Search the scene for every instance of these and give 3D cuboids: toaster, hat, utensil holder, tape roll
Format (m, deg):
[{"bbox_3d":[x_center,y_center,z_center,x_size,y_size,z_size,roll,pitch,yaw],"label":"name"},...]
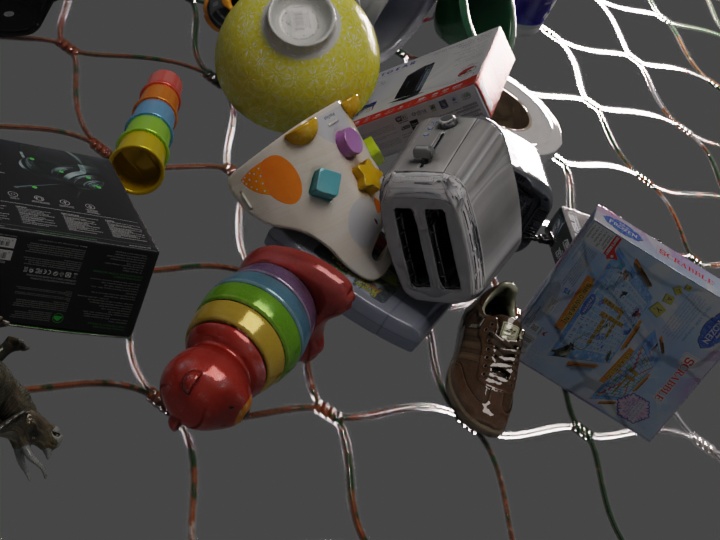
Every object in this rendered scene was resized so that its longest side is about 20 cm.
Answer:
[{"bbox_3d":[0.095,-0.055,1.519,0.113,0.201,0.129,5,35,29],"label":"toaster"},{"bbox_3d":[0.149,-0.109,1.753,0.199,0.114,0.129,20,33,-14],"label":"toaster"},{"bbox_3d":[0.106,-0.348,1.999,0.200,0.176,0.166,39,54,-52],"label":"hat"},{"bbox_3d":[-0.016,-0.400,1.950,0.200,0.170,0.170,38,34,15],"label":"utensil holder"},{"bbox_3d":[0.163,-0.193,1.910,0.202,0.071,0.203,21,35,-15],"label":"tape roll"}]

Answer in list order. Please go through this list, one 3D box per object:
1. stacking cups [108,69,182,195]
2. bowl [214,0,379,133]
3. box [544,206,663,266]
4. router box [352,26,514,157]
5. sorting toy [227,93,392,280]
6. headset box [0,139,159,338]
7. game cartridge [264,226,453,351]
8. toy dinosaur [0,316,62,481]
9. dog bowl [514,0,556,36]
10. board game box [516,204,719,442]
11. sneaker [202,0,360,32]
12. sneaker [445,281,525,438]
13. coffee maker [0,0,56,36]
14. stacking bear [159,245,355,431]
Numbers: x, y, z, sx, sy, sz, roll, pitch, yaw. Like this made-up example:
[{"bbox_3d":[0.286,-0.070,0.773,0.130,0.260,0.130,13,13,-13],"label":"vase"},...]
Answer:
[{"bbox_3d":[-0.230,-0.156,1.565,0.060,0.061,0.200,22,30,-14],"label":"stacking cups"},{"bbox_3d":[-0.071,-0.272,1.701,0.199,0.108,0.201,2,69,-5],"label":"bowl"},{"bbox_3d":[0.322,0.019,1.787,0.160,0.044,0.200,18,36,-21],"label":"box"},{"bbox_3d":[0.075,-0.209,1.753,0.049,0.199,0.180,61,26,-22],"label":"router box"},{"bbox_3d":[-0.013,-0.081,1.561,0.180,0.107,0.200,53,35,-2],"label":"sorting toy"},{"bbox_3d":[-0.295,-0.039,1.287,0.174,0.093,0.200,9,26,-31],"label":"headset box"},{"bbox_3d":[0.000,0.000,1.561,0.200,0.041,0.133,36,37,6],"label":"game cartridge"},{"bbox_3d":[-0.327,0.084,1.146,0.199,0.077,0.103,17,67,2],"label":"toy dinosaur"},{"bbox_3d":[0.216,-0.462,2.293,0.200,0.079,0.200,22,34,-16],"label":"dog bowl"},{"bbox_3d":[0.286,0.060,1.564,0.199,0.200,0.041,32,33,-1],"label":"board game box"},{"bbox_3d":[-0.094,-0.327,1.822,0.199,0.079,0.077,-6,1,-14],"label":"sneaker"},{"bbox_3d":[0.136,0.086,1.521,0.070,0.076,0.200,22,34,-14],"label":"sneaker"},{"bbox_3d":[-0.397,-0.389,1.603,0.200,0.192,0.135,58,14,30],"label":"coffee maker"},{"bbox_3d":[-0.109,0.071,1.321,0.114,0.122,0.200,36,41,3],"label":"stacking bear"}]
